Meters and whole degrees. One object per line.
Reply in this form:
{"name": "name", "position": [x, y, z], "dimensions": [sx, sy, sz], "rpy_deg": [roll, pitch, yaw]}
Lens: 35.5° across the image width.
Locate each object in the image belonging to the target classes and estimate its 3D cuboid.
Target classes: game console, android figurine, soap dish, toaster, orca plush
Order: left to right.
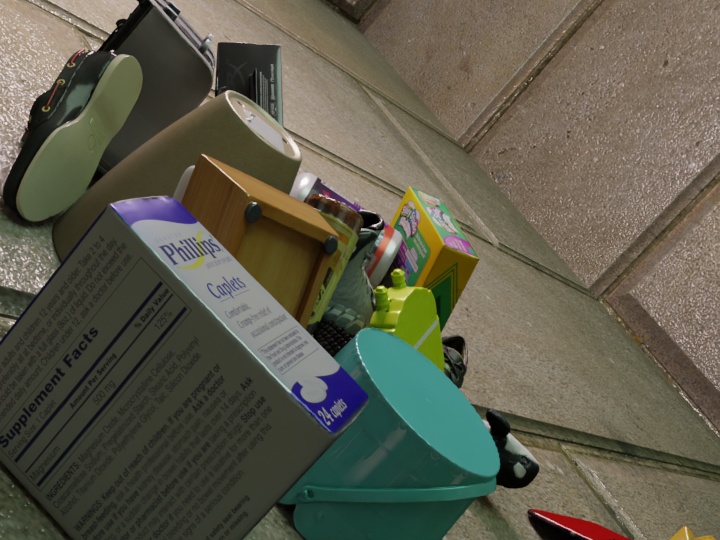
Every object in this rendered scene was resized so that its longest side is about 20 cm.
{"name": "toaster", "position": [-0.245, -0.193, 1.209], "dimensions": [0.118, 0.200, 0.181], "rpy_deg": [41, 7, -15]}
{"name": "soap dish", "position": [-0.106, 0.025, 0.934], "dimensions": [0.080, 0.203, 0.157], "rpy_deg": [19, -2, 36]}
{"name": "android figurine", "position": [0.047, 0.102, 1.186], "dimensions": [0.182, 0.040, 0.204], "rpy_deg": [-45, 129, -55]}
{"name": "orca plush", "position": [0.112, 0.198, 1.289], "dimensions": [0.200, 0.105, 0.071], "rpy_deg": [43, 46, -12]}
{"name": "game console", "position": [0.307, 0.383, 1.396], "dimensions": [0.199, 0.117, 0.176], "rpy_deg": [23, 56, -51]}

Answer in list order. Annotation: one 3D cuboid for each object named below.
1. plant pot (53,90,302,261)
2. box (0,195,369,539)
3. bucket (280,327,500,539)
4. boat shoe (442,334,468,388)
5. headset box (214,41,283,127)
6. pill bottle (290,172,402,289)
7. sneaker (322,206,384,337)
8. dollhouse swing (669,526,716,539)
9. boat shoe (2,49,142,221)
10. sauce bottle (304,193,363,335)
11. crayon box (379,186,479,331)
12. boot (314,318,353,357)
{"name": "plant pot", "position": [-0.149, -0.059, 1.043], "dimensions": [0.187, 0.200, 0.188], "rpy_deg": [40, 15, -13]}
{"name": "box", "position": [-0.129, 0.086, 0.740], "dimensions": [0.200, 0.184, 0.105], "rpy_deg": [45, 16, 5]}
{"name": "bucket", "position": [0.021, 0.163, 1.014], "dimensions": [0.206, 0.135, 0.208], "rpy_deg": [39, 17, -14]}
{"name": "boat shoe", "position": [0.102, 0.126, 1.458], "dimensions": [0.073, 0.065, 0.200], "rpy_deg": [43, 16, -5]}
{"name": "headset box", "position": [-0.128, -0.148, 1.266], "dimensions": [0.073, 0.201, 0.151], "rpy_deg": [0, 65, -8]}
{"name": "pill bottle", "position": [-0.055, -0.051, 1.415], "dimensions": [0.198, 0.112, 0.112], "rpy_deg": [32, 16, -5]}
{"name": "sneaker", "position": [0.000, 0.000, 1.162], "dimensions": [0.199, 0.116, 0.075], "rpy_deg": [29, 13, -51]}
{"name": "dollhouse swing", "position": [0.388, 0.427, 1.206], "dimensions": [0.200, 0.182, 0.176], "rpy_deg": [43, 5, -21]}
{"name": "boat shoe", "position": [-0.275, -0.127, 1.046], "dimensions": [0.062, 0.203, 0.074], "rpy_deg": [12, -36, 17]}
{"name": "sauce bottle", "position": [-0.062, 0.030, 1.044], "dimensions": [0.065, 0.203, 0.066], "rpy_deg": [22, -11, 5]}
{"name": "crayon box", "position": [0.068, 0.011, 1.439], "dimensions": [0.057, 0.174, 0.201], "rpy_deg": [21, 19, -19]}
{"name": "boot", "position": [-0.001, 0.087, 1.305], "dimensions": [0.130, 0.068, 0.201], "rpy_deg": [32, 19, -51]}
